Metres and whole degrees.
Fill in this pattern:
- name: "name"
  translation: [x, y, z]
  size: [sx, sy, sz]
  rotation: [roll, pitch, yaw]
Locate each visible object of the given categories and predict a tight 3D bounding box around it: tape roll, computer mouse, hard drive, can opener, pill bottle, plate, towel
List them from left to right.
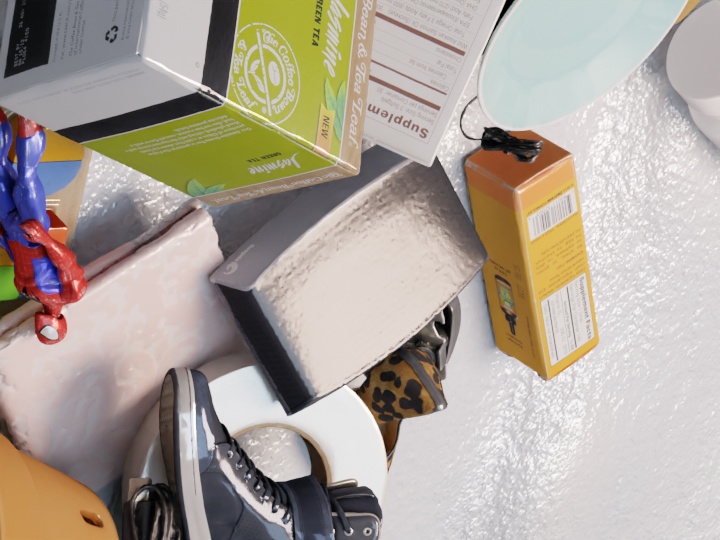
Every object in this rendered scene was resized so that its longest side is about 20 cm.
- name: "computer mouse"
  translation: [-0.202, 0.227, 1.442]
  size: [0.052, 0.200, 0.139]
  rotation: [12, 69, -35]
- name: "towel"
  translation: [-0.170, 0.063, 1.443]
  size: [0.191, 0.032, 0.201]
  rotation: [-34, 143, -19]
- name: "tape roll"
  translation: [-0.076, 0.160, 1.501]
  size: [0.202, 0.037, 0.204]
  rotation: [-7, 107, -22]
- name: "hard drive"
  translation: [0.000, 0.000, 1.469]
  size: [0.200, 0.042, 0.135]
  rotation: [-38, 111, -25]
- name: "can opener"
  translation: [0.046, 0.000, 1.599]
  size: [0.067, 0.053, 0.201]
  rotation: [-52, 146, -50]
- name: "plate"
  translation: [0.156, -0.180, 1.425]
  size: [0.199, 0.026, 0.201]
  rotation: [-30, 153, -18]
- name: "pill bottle"
  translation: [0.342, -0.138, 1.697]
  size: [0.200, 0.113, 0.114]
  rotation: [34, 92, -44]

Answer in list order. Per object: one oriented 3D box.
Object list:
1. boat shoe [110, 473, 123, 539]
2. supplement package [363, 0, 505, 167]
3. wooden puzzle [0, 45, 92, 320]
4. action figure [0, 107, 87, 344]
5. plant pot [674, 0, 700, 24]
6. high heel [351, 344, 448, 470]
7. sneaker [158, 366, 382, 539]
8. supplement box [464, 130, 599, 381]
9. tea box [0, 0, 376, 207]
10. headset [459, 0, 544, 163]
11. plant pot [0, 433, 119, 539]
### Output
- name: "boat shoe"
  translation: [-0.168, 0.235, 1.539]
  size: [0.060, 0.076, 0.201]
  rotation: [15, 106, -36]
- name: "supplement package"
  translation: [0.038, -0.191, 1.391]
  size: [0.117, 0.117, 0.201]
  rotation: [24, 103, -3]
- name: "wooden puzzle"
  translation: [-0.256, -0.045, 1.323]
  size: [0.184, 0.046, 0.201]
  rotation: [-4, 117, -37]
- name: "action figure"
  translation: [-0.215, -0.035, 1.286]
  size: [0.052, 0.065, 0.201]
  rotation: [-46, 138, -38]
- name: "plant pot"
  translation: [0.224, -0.284, 1.490]
  size: [0.186, 0.187, 0.201]
  rotation: [-15, 138, -32]
- name: "high heel"
  translation: [0.023, 0.134, 1.582]
  size: [0.071, 0.142, 0.201]
  rotation: [-26, 129, -25]
- name: "sneaker"
  translation: [-0.062, 0.146, 1.431]
  size: [0.145, 0.077, 0.203]
  rotation: [-12, 118, -9]
- name: "supplement box"
  translation: [0.140, -0.011, 1.645]
  size: [0.069, 0.066, 0.201]
  rotation: [-30, 131, -25]
- name: "tea box"
  translation: [-0.099, -0.171, 1.254]
  size: [0.196, 0.133, 0.201]
  rotation: [25, 64, -46]
- name: "headset"
  translation: [0.104, -0.183, 1.494]
  size: [0.123, 0.094, 0.201]
  rotation: [-13, 114, -32]
- name: "plant pot"
  translation: [-0.256, 0.202, 1.371]
  size: [0.140, 0.200, 0.201]
  rotation: [17, 104, -49]
